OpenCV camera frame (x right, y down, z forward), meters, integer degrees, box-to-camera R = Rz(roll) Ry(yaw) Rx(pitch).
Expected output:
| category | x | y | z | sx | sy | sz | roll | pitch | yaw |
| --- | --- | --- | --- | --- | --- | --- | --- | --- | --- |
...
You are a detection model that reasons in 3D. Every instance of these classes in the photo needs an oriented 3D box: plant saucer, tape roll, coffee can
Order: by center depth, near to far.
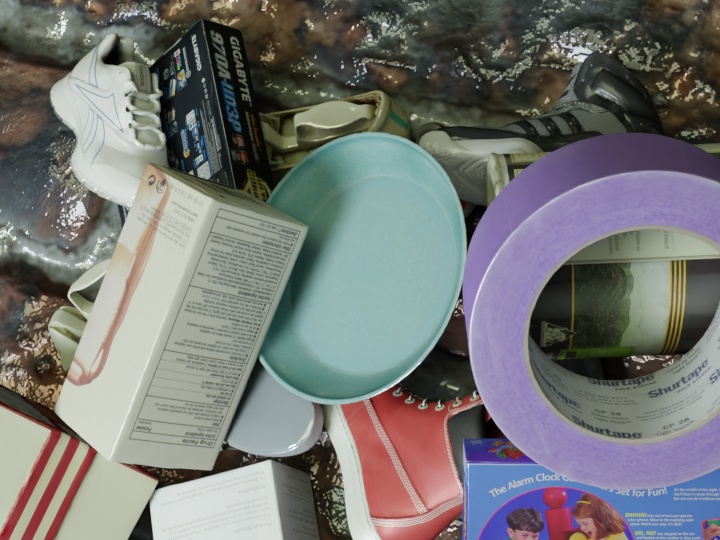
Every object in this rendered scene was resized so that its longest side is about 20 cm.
| category | x | y | z | sx | sy | sz | roll | pitch | yaw |
| --- | --- | --- | --- | --- | --- | --- | --- | --- | --- |
| tape roll | 0.162 | 0.024 | 0.779 | 0.199 | 0.085 | 0.201 | 1 | 111 | 2 |
| coffee can | 0.190 | -0.013 | 0.887 | 0.199 | 0.146 | 0.147 | -2 | 72 | 3 |
| plant saucer | 0.000 | 0.000 | 0.943 | 0.199 | 0.036 | 0.201 | -10 | 72 | 34 |

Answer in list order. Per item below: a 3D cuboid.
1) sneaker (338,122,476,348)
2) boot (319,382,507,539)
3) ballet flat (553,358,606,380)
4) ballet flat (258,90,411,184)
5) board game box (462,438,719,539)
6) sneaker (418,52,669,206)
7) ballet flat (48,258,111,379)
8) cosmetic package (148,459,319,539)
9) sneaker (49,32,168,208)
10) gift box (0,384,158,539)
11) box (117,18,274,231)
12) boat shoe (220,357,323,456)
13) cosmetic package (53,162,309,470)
| category | x | y | z | sx | sy | sz | roll | pitch | yaw |
| --- | --- | --- | --- | --- | --- | --- | --- | --- | --- |
| sneaker | 0.025 | -0.031 | 0.998 | 0.077 | 0.082 | 0.201 | 6 | 57 | 35 |
| boot | 0.045 | 0.099 | 0.950 | 0.144 | 0.072 | 0.200 | -39 | 45 | 23 |
| ballet flat | 0.142 | 0.058 | 0.975 | 0.066 | 0.057 | 0.201 | -12 | 74 | -2 |
| ballet flat | -0.057 | -0.113 | 1.090 | 0.199 | 0.069 | 0.070 | -10 | 70 | 19 |
| board game box | 0.166 | 0.180 | 0.845 | 0.199 | 0.045 | 0.135 | 0 | 103 | 2 |
| sneaker | 0.143 | -0.107 | 0.987 | 0.199 | 0.076 | 0.114 | 8 | 65 | -4 |
| ballet flat | -0.210 | 0.040 | 1.057 | 0.200 | 0.072 | 0.068 | -49 | 19 | 37 |
| cosmetic package | -0.086 | 0.256 | 0.978 | 0.112 | 0.081 | 0.201 | -15 | 70 | 17 |
| sneaker | -0.198 | -0.123 | 1.070 | 0.087 | 0.074 | 0.200 | -51 | 51 | 23 |
| gift box | -0.287 | 0.192 | 0.984 | 0.187 | 0.184 | 0.200 | -62 | 26 | -7 |
| box | -0.146 | -0.085 | 1.092 | 0.159 | 0.046 | 0.201 | -33 | 61 | 39 |
| boat shoe | -0.098 | 0.108 | 1.021 | 0.199 | 0.068 | 0.074 | 6 | 70 | 38 |
| cosmetic package | -0.132 | 0.035 | 0.947 | 0.087 | 0.103 | 0.201 | 28 | 98 | 42 |
